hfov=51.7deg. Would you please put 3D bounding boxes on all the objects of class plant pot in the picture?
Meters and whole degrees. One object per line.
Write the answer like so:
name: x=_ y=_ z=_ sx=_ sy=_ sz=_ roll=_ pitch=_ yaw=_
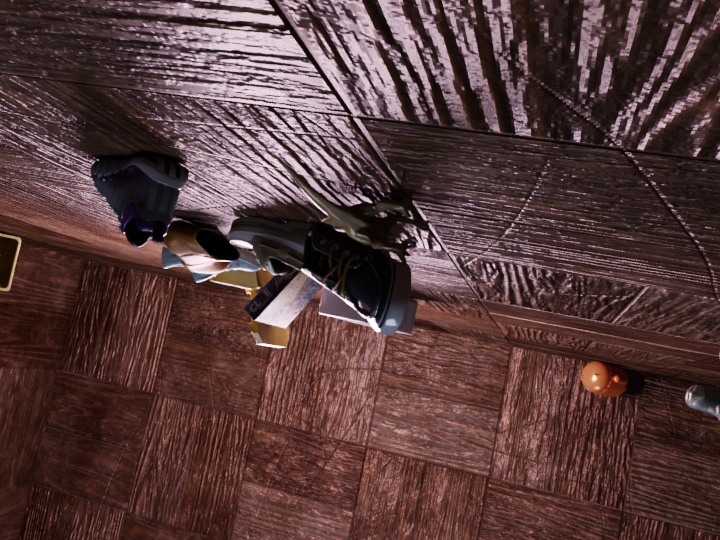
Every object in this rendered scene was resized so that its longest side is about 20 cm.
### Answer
plant pot: x=-1.354 y=-0.053 z=2.699 sx=0.192 sy=0.198 sz=0.199 roll=14 pitch=180 yaw=-25

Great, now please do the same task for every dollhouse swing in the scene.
dollhouse swing: x=-0.255 y=0.068 z=1.671 sx=0.178 sy=0.179 sz=0.200 roll=9 pitch=175 yaw=18

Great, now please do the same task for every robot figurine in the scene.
robot figurine: x=0.876 y=0.391 z=2.678 sx=0.197 sy=0.118 sz=0.144 roll=16 pitch=-156 yaw=-32

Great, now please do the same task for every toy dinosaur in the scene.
toy dinosaur: x=0.002 y=-0.044 z=0.707 sx=0.100 sy=0.059 sz=0.199 roll=10 pitch=173 yaw=29

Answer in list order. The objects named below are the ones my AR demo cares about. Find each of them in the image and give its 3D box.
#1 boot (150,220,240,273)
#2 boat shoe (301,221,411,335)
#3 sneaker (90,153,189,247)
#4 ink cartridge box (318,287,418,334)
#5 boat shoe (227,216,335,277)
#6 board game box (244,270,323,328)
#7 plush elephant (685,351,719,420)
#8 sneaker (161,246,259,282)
boot: x=-0.250 y=-0.030 z=1.254 sx=0.142 sy=0.072 sz=0.200 roll=11 pitch=169 yaw=35
boat shoe: x=-0.011 y=0.005 z=0.747 sx=0.089 sy=0.072 sz=0.200 roll=16 pitch=-168 yaw=-13
sneaker: x=-0.254 y=-0.072 z=0.809 sx=0.073 sy=0.089 sz=0.199 roll=15 pitch=173 yaw=-33
ink cartridge box: x=0.019 y=0.084 z=1.707 sx=0.142 sy=0.085 sz=0.199 roll=8 pitch=172 yaw=36
boat shoe: x=-0.114 y=-0.030 z=1.012 sx=0.198 sy=0.070 sz=0.074 roll=6 pitch=172 yaw=43
board game box: x=-0.151 y=0.052 z=1.538 sx=0.035 sy=0.136 sz=0.200 roll=44 pitch=-179 yaw=14
plush elephant: x=0.614 y=0.169 z=1.100 sx=0.163 sy=0.156 sz=0.200 roll=-27 pitch=-126 yaw=-27
sneaker: x=-0.292 y=-0.012 z=1.452 sx=0.196 sy=0.084 sz=0.074 roll=13 pitch=175 yaw=-11
